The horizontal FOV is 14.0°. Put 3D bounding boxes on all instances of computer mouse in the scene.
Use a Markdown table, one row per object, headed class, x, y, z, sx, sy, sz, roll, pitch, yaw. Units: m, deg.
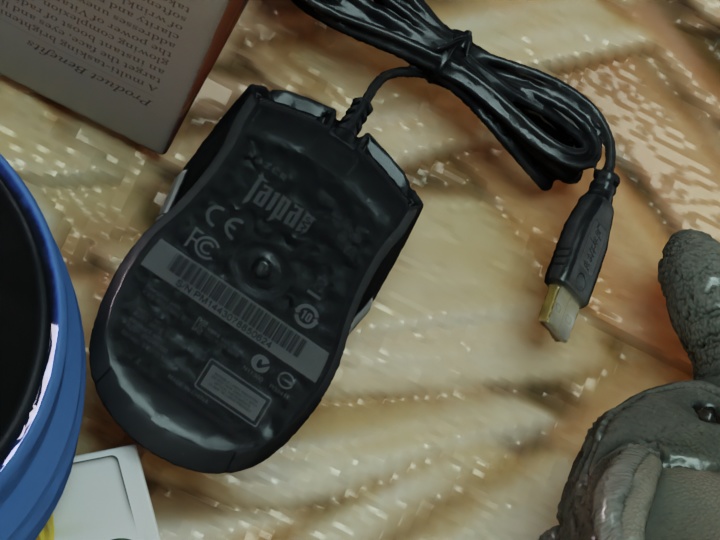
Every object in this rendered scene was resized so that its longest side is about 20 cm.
| class | x | y | z | sx | sy | sz | roll | pitch | yaw |
| --- | --- | --- | --- | --- | --- | --- | --- | --- | --- |
| computer mouse | 0.000 | 0.000 | 0.927 | 0.140 | 0.046 | 0.201 | 30 | 57 | -8 |

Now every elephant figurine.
| class | x | y | z | sx | sy | sz | roll | pitch | yaw |
| --- | --- | --- | --- | --- | --- | --- | --- | --- | --- |
| elephant figurine | 0.103 | 0.098 | 0.881 | 0.142 | 0.155 | 0.200 | -47 | 71 | 15 |

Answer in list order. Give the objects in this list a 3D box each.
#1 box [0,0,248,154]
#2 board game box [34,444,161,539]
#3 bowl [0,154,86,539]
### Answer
| class | x | y | z | sx | sy | sz | roll | pitch | yaw |
| --- | --- | --- | --- | --- | --- | --- | --- | --- | --- |
| box | -0.056 | -0.157 | 0.884 | 0.106 | 0.200 | 0.153 | 27 | 62 | -3 |
| board game box | -0.101 | 0.157 | 0.829 | 0.125 | 0.035 | 0.201 | -10 | 71 | -20 |
| bowl | -0.176 | 0.020 | 0.836 | 0.199 | 0.039 | 0.202 | 4 | 56 | -6 |
